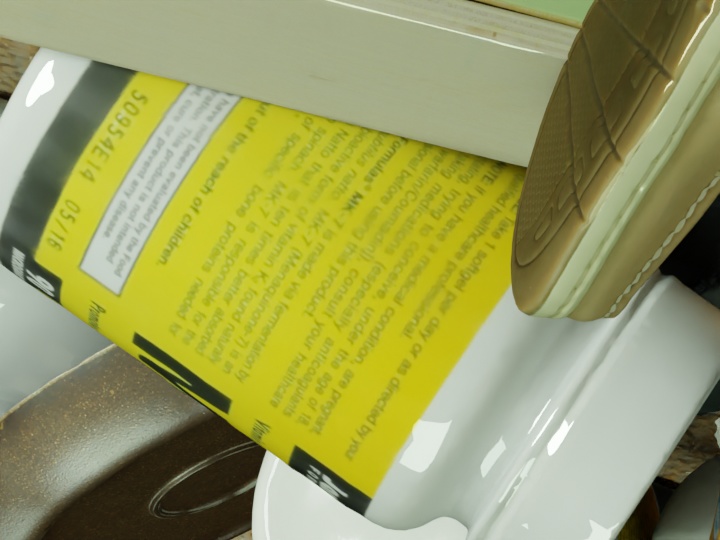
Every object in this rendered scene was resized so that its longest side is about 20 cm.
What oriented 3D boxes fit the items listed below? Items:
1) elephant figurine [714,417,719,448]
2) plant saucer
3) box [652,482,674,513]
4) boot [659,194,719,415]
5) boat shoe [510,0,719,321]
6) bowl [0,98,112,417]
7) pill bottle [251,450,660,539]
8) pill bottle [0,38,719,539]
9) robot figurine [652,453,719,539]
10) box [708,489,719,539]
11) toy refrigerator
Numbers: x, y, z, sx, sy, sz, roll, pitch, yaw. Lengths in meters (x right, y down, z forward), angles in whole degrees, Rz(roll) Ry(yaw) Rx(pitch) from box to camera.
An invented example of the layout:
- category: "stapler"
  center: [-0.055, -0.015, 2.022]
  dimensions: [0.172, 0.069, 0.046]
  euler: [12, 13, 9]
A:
- category: "elephant figurine"
  center: [0.155, 0.036, 0.638]
  dimensions: [0.154, 0.142, 0.200]
  euler: [8, -168, 4]
- category: "plant saucer"
  center: [-0.054, 0.061, 0.982]
  dimensions: [0.199, 0.032, 0.200]
  euler: [-24, 162, -8]
- category: "box"
  center: [0.099, 0.196, 1.130]
  dimensions: [0.122, 0.201, 0.106]
  euler: [20, 155, -17]
- category: "boot"
  center: [0.135, 0.004, 0.860]
  dimensions: [0.197, 0.074, 0.163]
  euler: [23, 152, -6]
- category: "boat shoe"
  center: [0.101, -0.062, 0.638]
  dimensions: [0.066, 0.074, 0.200]
  euler: [22, 121, -16]
- category: "bowl"
  center: [-0.142, 0.020, 1.000]
  dimensions: [0.200, 0.091, 0.201]
  euler: [9, 155, 4]
- category: "pill bottle"
  center: [0.043, 0.091, 0.962]
  dimensions: [0.112, 0.114, 0.200]
  euler: [5, 173, 16]
- category: "pill bottle"
  center: [0.000, 0.000, 0.785]
  dimensions: [0.199, 0.114, 0.114]
  euler: [34, 156, 6]
- category: "robot figurine"
  center: [0.143, 0.155, 0.921]
  dimensions: [0.124, 0.201, 0.150]
  euler: [21, 167, -34]
- category: "box"
  center: [0.165, 0.022, 0.758]
  dimensions: [0.118, 0.201, 0.041]
  euler: [10, -164, 4]
- category: "toy refrigerator"
  center: [-0.005, -0.088, 0.722]
  dimensions: [0.199, 0.076, 0.070]
  euler: [14, 156, -3]
